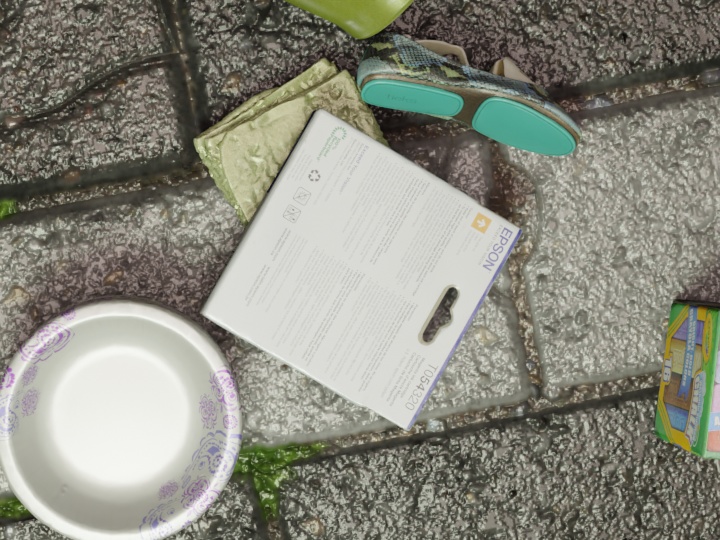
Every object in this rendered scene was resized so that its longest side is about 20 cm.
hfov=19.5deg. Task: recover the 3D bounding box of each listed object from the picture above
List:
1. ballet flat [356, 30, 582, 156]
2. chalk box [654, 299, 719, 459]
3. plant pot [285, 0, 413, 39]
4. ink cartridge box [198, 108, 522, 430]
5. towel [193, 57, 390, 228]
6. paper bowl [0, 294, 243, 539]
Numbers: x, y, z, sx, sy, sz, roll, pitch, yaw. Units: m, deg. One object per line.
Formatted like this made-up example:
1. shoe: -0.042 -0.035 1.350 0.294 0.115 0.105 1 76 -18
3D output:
1. ballet flat: 0.096 -0.155 1.758 0.200 0.074 0.074 17 91 -15
2. chalk box: 0.331 0.095 1.726 0.124 0.200 0.124 7 92 -6
3. plant pot: -0.032 -0.292 1.688 0.193 0.200 0.200 39 89 -18
4. ink cartridge box: 0.000 0.000 1.732 0.200 0.043 0.197 31 87 -9
5. towel: -0.033 -0.063 1.764 0.148 0.036 0.200 -30 95 -4
6. paper bowl: -0.198 0.120 1.723 0.200 0.104 0.201 0 94 -6
